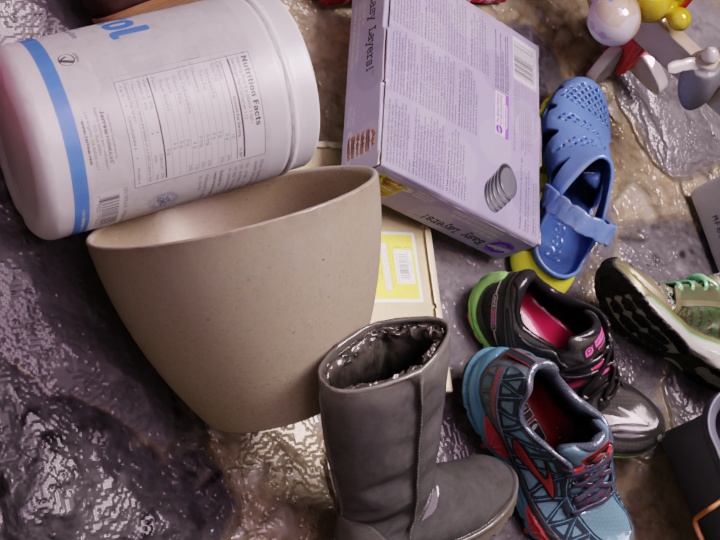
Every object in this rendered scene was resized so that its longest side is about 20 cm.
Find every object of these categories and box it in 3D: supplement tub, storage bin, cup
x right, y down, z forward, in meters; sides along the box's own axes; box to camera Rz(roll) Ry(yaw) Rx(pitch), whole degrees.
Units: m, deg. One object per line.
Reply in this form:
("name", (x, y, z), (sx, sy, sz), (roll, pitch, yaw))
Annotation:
("supplement tub", (-0.142, -0.107, 0.916), (0.198, 0.132, 0.133), (-18, 82, -24))
("storage bin", (0.322, 0.189, 1.081), (0.144, 0.134, 0.202), (-20, 82, -17))
("cup", (-0.071, 0.023, 0.908), (0.199, 0.199, 0.145), (-21, 106, -33))

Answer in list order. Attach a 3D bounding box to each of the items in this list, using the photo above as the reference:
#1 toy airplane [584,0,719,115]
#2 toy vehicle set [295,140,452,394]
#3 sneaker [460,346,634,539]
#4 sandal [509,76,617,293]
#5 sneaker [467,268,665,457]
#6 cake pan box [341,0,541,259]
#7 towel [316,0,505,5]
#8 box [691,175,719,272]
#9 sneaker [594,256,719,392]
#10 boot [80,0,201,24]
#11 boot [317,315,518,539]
("toy airplane", (0.235, -0.222, 1.147), (0.141, 0.199, 0.201), (-32, 118, -37))
("toy vehicle set", (0.000, 0.000, 1.035), (0.123, 0.026, 0.203), (2, 72, -29))
("sneaker", (0.154, 0.147, 1.022), (0.079, 0.095, 0.201), (-43, 105, -27))
("sandal", (0.185, -0.078, 1.132), (0.079, 0.087, 0.202), (19, 63, -20))
("sneaker", (0.170, 0.076, 1.070), (0.200, 0.084, 0.077), (41, 59, -11))
("cake pan box", (0.069, -0.132, 1.077), (0.183, 0.052, 0.202), (23, 60, -40))
("towel", (0.068, -0.273, 1.101), (0.198, 0.145, 0.023), (-7, 54, -31))
("box", (0.441, -0.023, 1.188), (0.170, 0.199, 0.202), (-14, 82, -32))
("sneaker", (0.280, 0.032, 1.148), (0.199, 0.077, 0.089), (34, 70, -24))
("boot", (-0.128, -0.260, 0.972), (0.199, 0.072, 0.167), (-35, 114, -2))
("boot", (0.044, 0.113, 0.927), (0.181, 0.072, 0.202), (-27, 128, -35))
